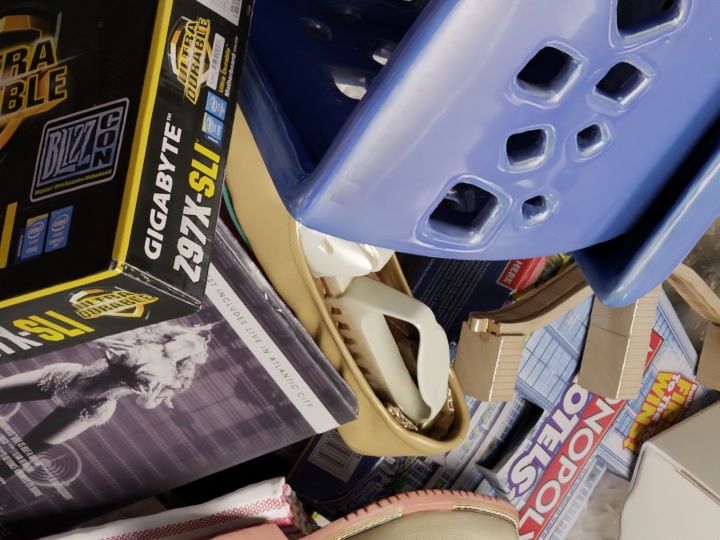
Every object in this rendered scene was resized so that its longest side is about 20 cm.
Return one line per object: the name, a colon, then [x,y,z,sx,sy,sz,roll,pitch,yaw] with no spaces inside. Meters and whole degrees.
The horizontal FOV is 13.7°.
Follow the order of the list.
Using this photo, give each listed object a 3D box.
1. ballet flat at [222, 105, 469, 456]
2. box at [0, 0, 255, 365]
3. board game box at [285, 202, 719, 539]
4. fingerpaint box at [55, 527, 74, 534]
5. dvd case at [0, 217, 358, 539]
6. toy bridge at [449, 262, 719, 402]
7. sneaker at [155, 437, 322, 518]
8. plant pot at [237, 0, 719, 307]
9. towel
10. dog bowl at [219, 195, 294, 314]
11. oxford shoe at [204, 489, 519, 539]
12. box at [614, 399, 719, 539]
ballet flat: [0.000,0.000,1.271,0.069,0.063,0.200,-52,135,-32]
box: [-0.129,-0.047,1.162,0.200,0.160,0.049,-14,150,43]
board game box: [0.086,0.067,1.430,0.200,0.062,0.200,38,81,-47]
fingerpaint box: [-0.259,0.122,1.371,0.167,0.073,0.200,-45,133,19]
dvd case: [-0.122,0.045,1.266,0.200,0.016,0.149,-21,129,20]
toy bridge: [0.118,0.024,1.375,0.200,0.027,0.067,2,104,-46]
sneaker: [-0.025,0.090,1.430,0.200,0.085,0.075,2,129,-23]
plant pot: [0.071,-0.116,1.142,0.180,0.200,0.200,21,118,-31]
towel: [-0.085,0.138,1.381,0.146,0.030,0.200,-15,159,6]
dog bowl: [-0.112,-0.009,1.306,0.200,0.074,0.200,-10,127,-13]
oxford shoe: [-0.004,0.147,1.310,0.200,0.074,0.071,-11,153,-35]
box: [0.221,0.102,1.489,0.200,0.078,0.095,-26,142,-37]
